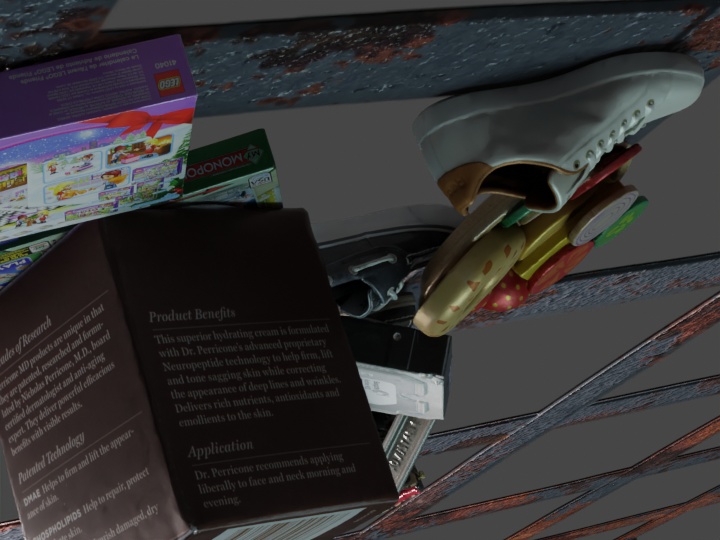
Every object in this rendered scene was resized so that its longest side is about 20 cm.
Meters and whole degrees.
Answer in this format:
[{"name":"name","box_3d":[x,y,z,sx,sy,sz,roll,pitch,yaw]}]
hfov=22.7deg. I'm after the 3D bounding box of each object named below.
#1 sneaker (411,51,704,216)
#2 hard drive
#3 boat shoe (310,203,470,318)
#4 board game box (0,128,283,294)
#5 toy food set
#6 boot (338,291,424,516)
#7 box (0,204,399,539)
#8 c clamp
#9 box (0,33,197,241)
[{"name":"sneaker","box_3d":[0.136,-0.080,1.142,0.199,0.085,0.073,-16,161,-15]},{"name":"hard drive","box_3d":[-0.031,0.065,1.341,0.199,0.038,0.140,10,163,5]},{"name":"boat shoe","box_3d":[0.000,0.000,1.271,0.199,0.068,0.072,-8,160,-33]},{"name":"board game box","box_3d":[-0.146,-0.024,1.113,0.199,0.029,0.135,-18,162,-4]},{"name":"toy food set","box_3d":[0.124,-0.024,1.278,0.198,0.049,0.200,-41,164,10]},{"name":"boot","box_3d":[0.012,0.115,1.502,0.073,0.151,0.200,-9,160,-30]},{"name":"box","box_3d":[-0.110,0.084,1.093,0.166,0.201,0.164,-1,156,-43]},{"name":"c clamp","box_3d":[-0.025,0.114,1.454,0.200,0.171,0.027,-58,166,26]},{"name":"box","box_3d":[-0.188,-0.058,0.942,0.199,0.039,0.137,-14,163,-14]}]
